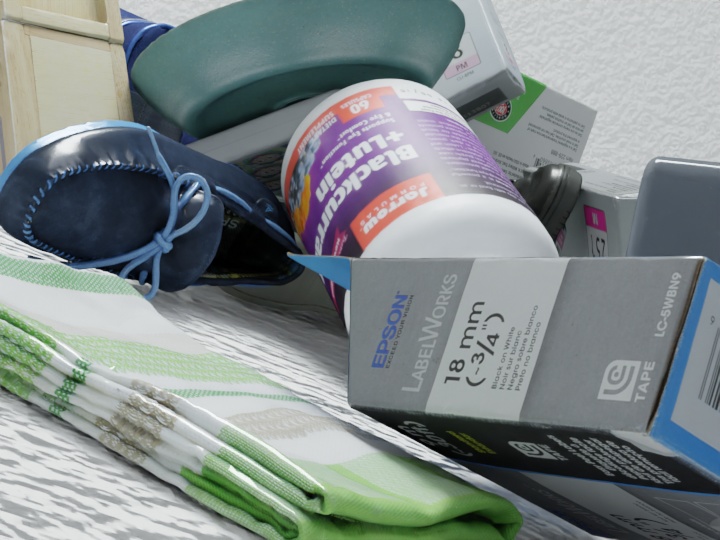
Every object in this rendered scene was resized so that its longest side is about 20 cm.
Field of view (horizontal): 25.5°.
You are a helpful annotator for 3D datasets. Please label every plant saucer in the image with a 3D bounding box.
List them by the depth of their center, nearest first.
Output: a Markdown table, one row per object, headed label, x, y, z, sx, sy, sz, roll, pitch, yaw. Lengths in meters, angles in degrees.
| label | x | y | z | sx | sy | sz | roll | pitch | yaw |
| --- | --- | --- | --- | --- | --- | --- | --- | --- | --- |
| plant saucer | -0.033 | -0.111 | 0.935 | 0.200 | 0.036 | 0.200 | -10 | -13 | -2 |

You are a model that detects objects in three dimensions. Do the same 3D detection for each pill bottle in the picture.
| label | x | y | z | sx | sy | sz | roll | pitch | yaw |
| --- | --- | --- | --- | --- | --- | --- | --- | --- | --- |
| pill bottle | 0.035 | -0.008 | 0.808 | 0.111 | 0.111 | 0.200 | 19 | 23 | -29 |

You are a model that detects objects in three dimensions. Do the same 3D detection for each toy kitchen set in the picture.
| label | x | y | z | sx | sy | sz | roll | pitch | yaw |
| --- | --- | --- | --- | --- | --- | --- | --- | --- | --- |
| toy kitchen set | -0.258 | -0.095 | 0.943 | 0.163 | 0.181 | 0.200 | 6 | -27 | -38 |

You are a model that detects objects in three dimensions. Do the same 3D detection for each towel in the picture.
| label | x | y | z | sx | sy | sz | roll | pitch | yaw |
| --- | --- | --- | --- | --- | --- | --- | --- | --- | --- |
| towel | -0.055 | 0.038 | 0.533 | 0.200 | 0.031 | 0.149 | 24 | 6 | 30 |

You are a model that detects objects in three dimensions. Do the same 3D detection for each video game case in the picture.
| label | x | y | z | sx | sy | sz | roll | pitch | yaw |
| --- | --- | --- | --- | --- | --- | --- | --- | --- | --- |
| video game case | -0.055 | -0.057 | 1.016 | 0.200 | 0.024 | 0.182 | -18 | -14 | 25 |

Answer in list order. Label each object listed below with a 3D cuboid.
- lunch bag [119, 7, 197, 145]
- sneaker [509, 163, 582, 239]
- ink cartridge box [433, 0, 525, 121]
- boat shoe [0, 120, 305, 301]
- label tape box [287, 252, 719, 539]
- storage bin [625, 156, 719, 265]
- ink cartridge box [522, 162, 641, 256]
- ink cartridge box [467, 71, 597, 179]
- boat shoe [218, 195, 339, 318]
| label | x | y | z | sx | sy | sz | roll | pitch | yaw |
| --- | --- | --- | --- | --- | --- | --- | --- | --- | --- |
| lunch bag | -0.144 | -0.101 | 1.124 | 0.132 | 0.136 | 0.200 | 25 | 4 | 37 |
| sneaker | 0.043 | -0.024 | 1.007 | 0.104 | 0.200 | 0.060 | 34 | 46 | -12 |
| ink cartridge box | 0.007 | -0.175 | 1.113 | 0.057 | 0.162 | 0.200 | 30 | 37 | -64 |
| boat shoe | -0.091 | -0.028 | 0.790 | 0.069 | 0.084 | 0.200 | 43 | 25 | 27 |
| label tape box | 0.075 | 0.049 | 0.571 | 0.144 | 0.063 | 0.200 | 31 | -19 | -36 |
| storage bin | 0.181 | 0.039 | 0.726 | 0.134 | 0.200 | 0.146 | 11 | 2 | 14 |
| ink cartridge box | 0.156 | 0.026 | 1.018 | 0.043 | 0.174 | 0.200 | -6 | 9 | -9 |
| ink cartridge box | 0.074 | -0.052 | 1.176 | 0.084 | 0.200 | 0.146 | 22 | 3 | 44 |
| boat shoe | 0.000 | 0.000 | 0.958 | 0.200 | 0.075 | 0.062 | 13 | 43 | -21 |
